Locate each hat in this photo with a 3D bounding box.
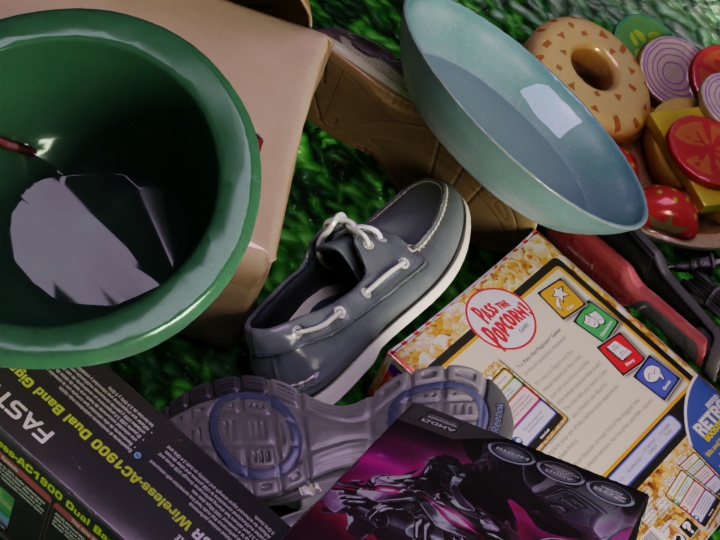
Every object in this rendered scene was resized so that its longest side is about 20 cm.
[{"bbox_3d":[-0.123,-0.011,0.746,0.197,0.176,0.168,-11,71,-10],"label":"hat"}]

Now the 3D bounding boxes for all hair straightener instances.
[{"bbox_3d":[0.200,0.005,0.978,0.076,0.041,0.200,-25,45,-24],"label":"hair straightener"}]

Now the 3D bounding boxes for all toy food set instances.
[{"bbox_3d":[0.215,-0.100,1.100,0.196,0.049,0.201,-9,57,-27],"label":"toy food set"}]

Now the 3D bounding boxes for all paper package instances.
[{"bbox_3d":[-0.134,-0.075,0.910,0.198,0.104,0.192,18,49,-8],"label":"paper package"}]

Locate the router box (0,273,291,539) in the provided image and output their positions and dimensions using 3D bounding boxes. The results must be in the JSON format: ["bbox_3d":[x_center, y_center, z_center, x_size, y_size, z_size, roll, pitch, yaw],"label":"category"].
[{"bbox_3d":[-0.131,0.117,0.729,0.199,0.150,0.062,39,49,11],"label":"router box"}]

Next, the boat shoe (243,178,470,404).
[{"bbox_3d":[0.000,0.000,0.912,0.072,0.062,0.200,2,39,40],"label":"boat shoe"}]

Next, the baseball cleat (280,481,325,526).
[{"bbox_3d":[0.026,0.162,0.781,0.198,0.070,0.107,5,51,-40],"label":"baseball cleat"}]

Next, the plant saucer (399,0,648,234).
[{"bbox_3d":[0.092,-0.088,0.968,0.199,0.036,0.201,35,25,-19],"label":"plant saucer"}]

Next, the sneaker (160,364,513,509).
[{"bbox_3d":[-0.019,0.105,0.837,0.197,0.088,0.075,-1,54,2],"label":"sneaker"}]

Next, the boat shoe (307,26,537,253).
[{"bbox_3d":[0.039,-0.093,1.009,0.199,0.073,0.065,40,44,4],"label":"boat shoe"}]

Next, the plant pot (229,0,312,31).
[{"bbox_3d":[-0.120,-0.186,0.945,0.198,0.200,0.028,18,79,-7],"label":"plant pot"}]

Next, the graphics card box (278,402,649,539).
[{"bbox_3d":[0.042,0.127,0.665,0.124,0.051,0.200,20,19,16],"label":"graphics card box"}]

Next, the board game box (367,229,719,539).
[{"bbox_3d":[0.126,0.087,0.920,0.200,0.046,0.151,43,51,14],"label":"board game box"}]
